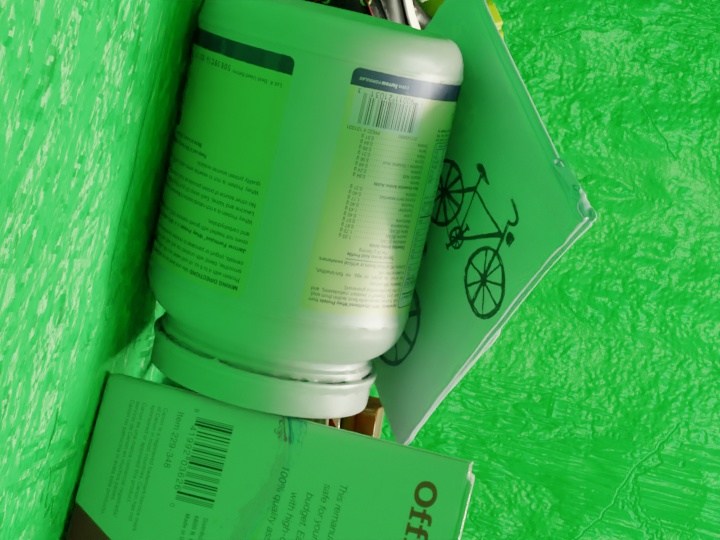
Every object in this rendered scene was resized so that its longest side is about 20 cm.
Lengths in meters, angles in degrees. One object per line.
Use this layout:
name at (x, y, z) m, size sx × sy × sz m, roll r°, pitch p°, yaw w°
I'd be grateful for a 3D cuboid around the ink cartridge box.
ink cartridge box at (-0.051, 0.152, 0.874) m, size 0.086 × 0.197 × 0.149 m, roll 81°, pitch 24°, yaw -78°

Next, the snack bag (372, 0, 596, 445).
snack bag at (0.043, -0.036, 0.915) m, size 0.201 × 0.021 × 0.190 m, roll -54°, pitch -137°, yaw 37°

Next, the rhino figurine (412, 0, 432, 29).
rhino figurine at (0.039, -0.233, 1.122) m, size 0.201 × 0.086 × 0.060 m, roll 97°, pitch 14°, yaw -61°

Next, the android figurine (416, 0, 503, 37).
android figurine at (0.058, -0.195, 1.398) m, size 0.041 × 0.200 × 0.184 m, roll -13°, pitch 132°, yaw -36°

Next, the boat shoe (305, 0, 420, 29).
boat shoe at (-0.010, -0.154, 0.984) m, size 0.063 × 0.073 × 0.203 m, roll -43°, pitch 125°, yaw -30°

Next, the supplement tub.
supplement tub at (-0.033, -0.037, 0.883) m, size 0.145 × 0.143 × 0.203 m, roll -54°, pitch 157°, yaw -79°

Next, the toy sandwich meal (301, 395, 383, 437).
toy sandwich meal at (-0.017, 0.145, 1.099) m, size 0.205 × 0.069 × 0.208 m, roll -172°, pitch -90°, yaw -85°

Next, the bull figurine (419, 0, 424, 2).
bull figurine at (0.051, -0.314, 1.302) m, size 0.122 × 0.064 × 0.202 m, roll 53°, pitch 37°, yaw -53°
